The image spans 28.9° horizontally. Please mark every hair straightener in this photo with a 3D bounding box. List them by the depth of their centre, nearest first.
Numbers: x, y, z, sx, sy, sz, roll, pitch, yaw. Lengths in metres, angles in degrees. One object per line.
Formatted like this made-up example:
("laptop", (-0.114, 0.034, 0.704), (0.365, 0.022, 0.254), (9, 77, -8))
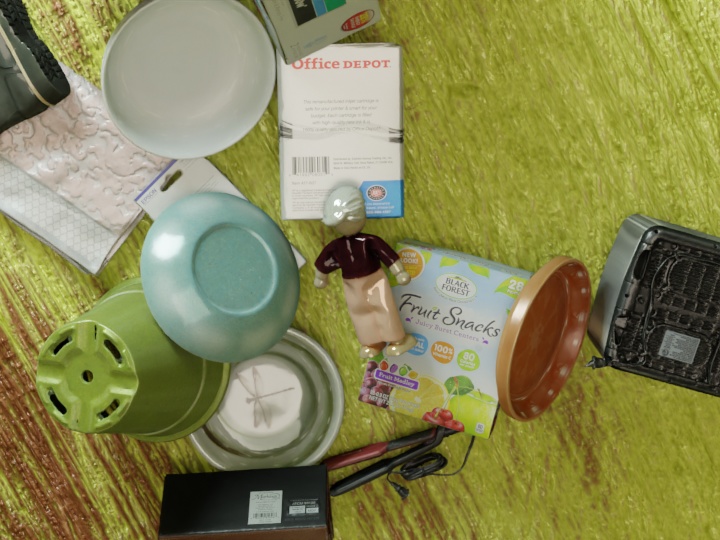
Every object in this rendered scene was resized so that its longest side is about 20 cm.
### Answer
("hair straightener", (0.053, 0.242, 1.743), (0.199, 0.041, 0.078), (-20, 102, -3))

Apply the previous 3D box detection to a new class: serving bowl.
("serving bowl", (-0.199, -0.230, 1.584), (0.198, 0.066, 0.201), (-10, 122, -16))

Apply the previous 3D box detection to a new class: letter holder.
("letter holder", (-0.133, 0.325, 1.692), (0.198, 0.101, 0.143), (-3, 128, 1))

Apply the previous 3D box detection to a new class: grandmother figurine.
("grandmother figurine", (0.000, 0.000, 1.602), (0.120, 0.061, 0.201), (-9, 109, 16))

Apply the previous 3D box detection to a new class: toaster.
("toaster", (0.373, 0.041, 1.667), (0.198, 0.119, 0.182), (15, 100, -8))

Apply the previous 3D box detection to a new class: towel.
("towel", (-0.339, -0.120, 1.651), (0.199, 0.032, 0.192), (35, 98, -10))

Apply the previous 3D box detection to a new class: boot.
("boot", (-0.439, -0.249, 1.594), (0.138, 0.077, 0.201), (-32, 84, 15))

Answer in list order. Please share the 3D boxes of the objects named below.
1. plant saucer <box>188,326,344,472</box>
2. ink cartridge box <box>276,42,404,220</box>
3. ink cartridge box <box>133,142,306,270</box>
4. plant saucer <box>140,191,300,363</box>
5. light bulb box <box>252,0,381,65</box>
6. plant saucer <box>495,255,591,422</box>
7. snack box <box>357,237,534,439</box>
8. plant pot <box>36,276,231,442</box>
("plant saucer", (-0.118, 0.155, 1.707), (0.198, 0.050, 0.202), (0, 102, -2))
("ink cartridge box", (-0.023, -0.164, 1.627), (0.145, 0.084, 0.202), (-1, 101, -2))
("ink cartridge box", (-0.166, -0.049, 1.666), (0.099, 0.039, 0.200), (-43, 101, 2))
("plant saucer", (-0.150, 0.002, 1.590), (0.200, 0.039, 0.203), (9, 71, -28))
("light bulb box", (-0.081, -0.360, 1.492), (0.124, 0.198, 0.201), (-26, 75, -1))
("plant saucer", (0.212, 0.079, 1.647), (0.032, 0.200, 0.202), (19, 103, 31))
("snack box", (0.102, 0.079, 1.674), (0.167, 0.068, 0.202), (15, 100, 10))
("plant pot", (-0.272, 0.109, 1.592), (0.198, 0.190, 0.202), (0, 92, 15))
